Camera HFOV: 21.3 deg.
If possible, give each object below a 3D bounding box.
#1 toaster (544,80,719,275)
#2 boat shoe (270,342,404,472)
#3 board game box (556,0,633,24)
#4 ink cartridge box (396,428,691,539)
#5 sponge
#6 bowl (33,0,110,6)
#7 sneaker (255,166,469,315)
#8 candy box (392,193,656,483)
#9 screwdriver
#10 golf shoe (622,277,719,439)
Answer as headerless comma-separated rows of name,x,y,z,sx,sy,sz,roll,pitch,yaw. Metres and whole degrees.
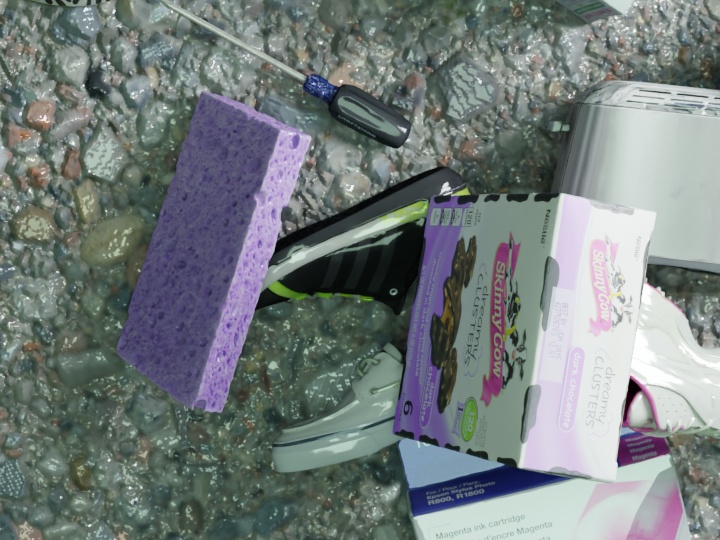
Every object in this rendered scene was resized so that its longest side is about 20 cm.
toaster,0.222,-0.060,1.319,0.197,0.114,0.131,6,95,0
boat shoe,0.025,0.085,1.361,0.198,0.074,0.067,-18,92,-11
board game box,0.101,-0.248,1.278,0.199,0.148,0.065,35,93,-5
ink cartridge box,0.139,0.194,1.385,0.194,0.043,0.202,-14,98,2
sponge,-0.105,-0.015,1.326,0.030,0.111,0.202,12,99,-40
bowl,-0.203,-0.283,1.298,0.198,0.094,0.203,0,96,-1
sneaker,0.000,0.000,1.345,0.198,0.072,0.083,-25,98,3
candy box,0.101,0.038,1.234,0.071,0.200,0.170,10,87,-21
screwdriver,-0.053,-0.141,1.345,0.199,0.029,0.028,28,96,-9
golf shoe,0.213,0.084,1.283,0.199,0.075,0.092,34,64,-12
